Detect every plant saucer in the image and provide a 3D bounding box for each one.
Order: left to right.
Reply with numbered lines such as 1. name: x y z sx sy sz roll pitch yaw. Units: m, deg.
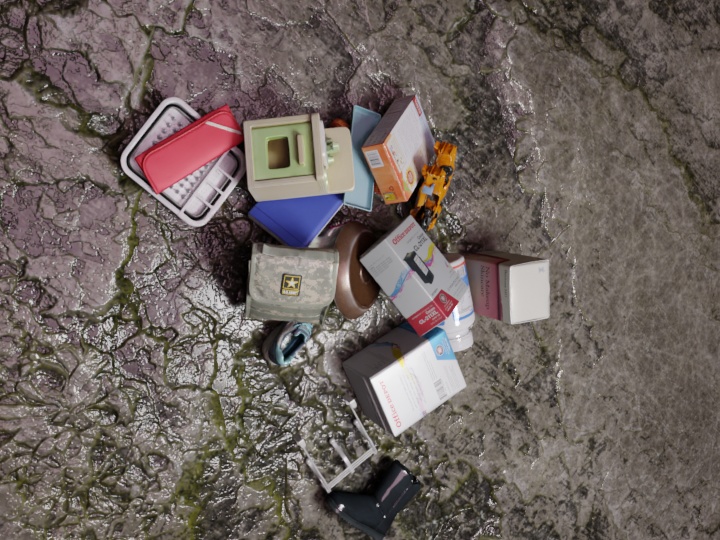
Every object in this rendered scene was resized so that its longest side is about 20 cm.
1. plant saucer: 0.000 -0.222 1.494 0.069 0.019 0.204 12 81 -36
2. plant saucer: 0.000 0.000 1.535 0.200 0.034 0.204 -12 103 -63

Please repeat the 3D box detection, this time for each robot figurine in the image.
1. robot figurine: 0.152 -0.168 1.577 0.057 0.201 0.146 23 55 8

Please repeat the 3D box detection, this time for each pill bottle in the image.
1. pill bottle: 0.192 0.072 1.661 0.111 0.112 0.203 -17 105 -23

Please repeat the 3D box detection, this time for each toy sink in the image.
1. toy sink: -0.113 -0.215 1.411 0.196 0.112 0.133 -5 82 0

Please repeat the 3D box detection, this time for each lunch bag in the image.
1. lunch bag: -0.132 0.018 1.410 0.161 0.201 0.119 5 64 -9

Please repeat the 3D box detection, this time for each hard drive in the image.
1. hard drive: -0.109 -0.144 1.485 0.131 0.025 0.201 37 72 4

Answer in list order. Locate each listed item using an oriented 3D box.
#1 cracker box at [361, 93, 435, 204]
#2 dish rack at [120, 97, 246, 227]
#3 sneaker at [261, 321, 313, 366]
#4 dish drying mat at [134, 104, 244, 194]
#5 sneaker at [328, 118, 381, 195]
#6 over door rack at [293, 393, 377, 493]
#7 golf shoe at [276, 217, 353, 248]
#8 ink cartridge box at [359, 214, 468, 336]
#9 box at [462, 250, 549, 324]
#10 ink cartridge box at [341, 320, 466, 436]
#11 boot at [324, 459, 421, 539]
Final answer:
1. cracker box: 0.083 -0.249 1.529 0.135 0.057 0.201 64 38 -30
2. dish rack: -0.330 -0.201 1.401 0.200 0.043 0.173 40 80 -25
3. sneaker: -0.118 0.109 1.524 0.077 0.086 0.202 32 83 -27
4. dish drying mat: -0.309 -0.224 1.374 0.199 0.018 0.078 -36 111 -18
5. sneaker: 0.008 -0.242 1.561 0.200 0.072 0.078 45 53 -26
6. over door rack: -0.055 0.362 1.593 0.147 0.066 0.202 -36 132 -17
7. golf shoe: -0.092 -0.039 1.526 0.198 0.075 0.093 -21 110 -21
8. ink cartridge box: 0.110 0.007 1.520 0.201 0.083 0.146 51 36 -3
9. box: 0.315 0.033 1.666 0.107 0.199 0.130 -8 100 -25
10. ink cartridge box: 0.092 0.224 1.612 0.198 0.146 0.148 -30 110 -20
11. boot: 0.032 0.487 1.656 0.200 0.076 0.169 41 82 -32
